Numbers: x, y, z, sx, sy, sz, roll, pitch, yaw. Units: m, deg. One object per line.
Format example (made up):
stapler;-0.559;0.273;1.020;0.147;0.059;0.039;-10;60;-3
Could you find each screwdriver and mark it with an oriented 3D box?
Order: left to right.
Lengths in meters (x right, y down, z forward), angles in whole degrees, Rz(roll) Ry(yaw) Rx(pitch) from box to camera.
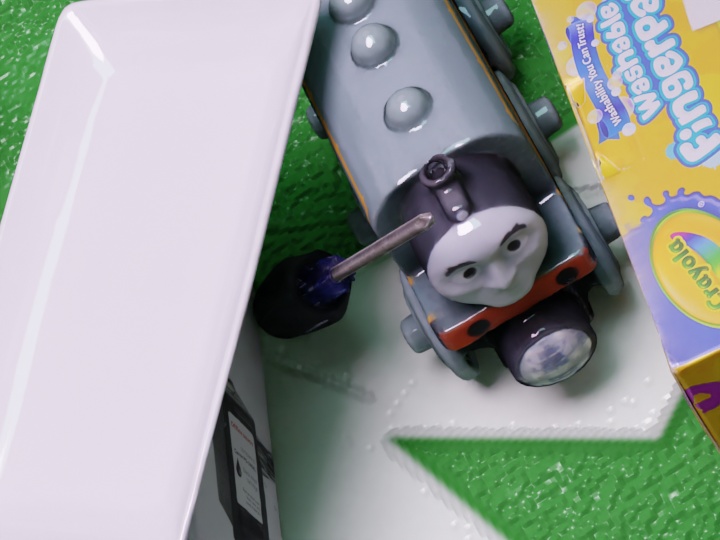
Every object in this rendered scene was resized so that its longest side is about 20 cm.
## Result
screwdriver;0.000;0.000;0.956;0.200;0.029;0.028;158;125;-70

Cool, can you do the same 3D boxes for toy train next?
toy train;0.020;-0.052;1.001;0.085;0.114;0.200;-30;52;7

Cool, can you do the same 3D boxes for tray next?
tray;-0.074;0.002;0.955;0.107;0.022;0.201;0;65;31

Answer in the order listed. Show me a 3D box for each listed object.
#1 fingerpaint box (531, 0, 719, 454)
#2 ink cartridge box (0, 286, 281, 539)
fingerpaint box;0.156;-0.061;0.965;0.166;0.073;0.200;-25;52;9
ink cartridge box;-0.107;0.084;0.999;0.145;0.083;0.201;-19;55;15
